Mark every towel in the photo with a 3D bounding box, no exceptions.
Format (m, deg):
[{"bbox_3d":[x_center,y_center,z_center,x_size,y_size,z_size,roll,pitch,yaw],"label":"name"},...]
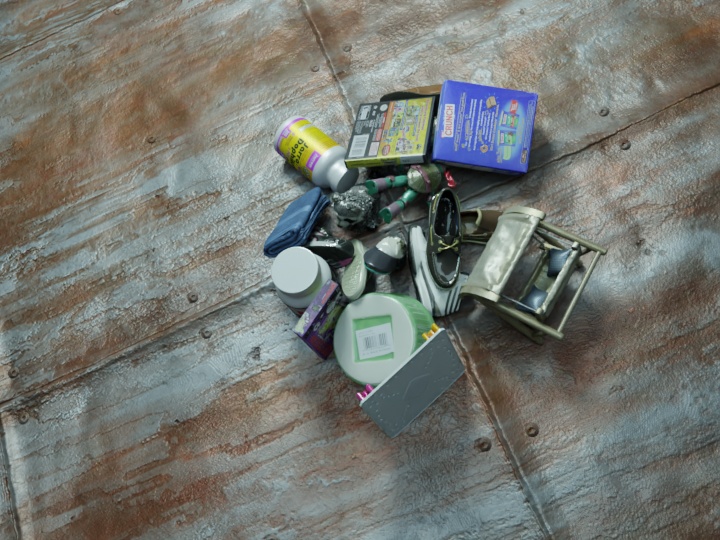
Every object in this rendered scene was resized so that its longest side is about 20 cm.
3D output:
[{"bbox_3d":[-0.135,-0.099,1.400,0.111,0.049,0.201,-26,24,27],"label":"towel"}]

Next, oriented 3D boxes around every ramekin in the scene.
[{"bbox_3d":[0.043,0.137,1.283,0.198,0.098,0.202,-5,78,25],"label":"ramekin"}]

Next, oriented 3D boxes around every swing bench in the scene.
[{"bbox_3d":[0.324,0.005,1.262,0.199,0.130,0.200,30,79,2],"label":"swing bench"}]

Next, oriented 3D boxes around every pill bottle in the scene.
[{"bbox_3d":[-0.097,-0.257,1.484,0.200,0.104,0.104,40,81,22],"label":"pill bottle"},{"bbox_3d":[-0.106,0.033,1.325,0.115,0.200,0.117,-4,70,10],"label":"pill bottle"}]

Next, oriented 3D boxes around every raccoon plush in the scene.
[{"bbox_3d":[-0.007,-0.177,1.419,0.096,0.134,0.202,5,71,14],"label":"raccoon plush"}]

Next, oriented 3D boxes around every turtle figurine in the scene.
[{"bbox_3d":[0.117,-0.182,1.393,0.199,0.101,0.150,-25,68,-26],"label":"turtle figurine"}]

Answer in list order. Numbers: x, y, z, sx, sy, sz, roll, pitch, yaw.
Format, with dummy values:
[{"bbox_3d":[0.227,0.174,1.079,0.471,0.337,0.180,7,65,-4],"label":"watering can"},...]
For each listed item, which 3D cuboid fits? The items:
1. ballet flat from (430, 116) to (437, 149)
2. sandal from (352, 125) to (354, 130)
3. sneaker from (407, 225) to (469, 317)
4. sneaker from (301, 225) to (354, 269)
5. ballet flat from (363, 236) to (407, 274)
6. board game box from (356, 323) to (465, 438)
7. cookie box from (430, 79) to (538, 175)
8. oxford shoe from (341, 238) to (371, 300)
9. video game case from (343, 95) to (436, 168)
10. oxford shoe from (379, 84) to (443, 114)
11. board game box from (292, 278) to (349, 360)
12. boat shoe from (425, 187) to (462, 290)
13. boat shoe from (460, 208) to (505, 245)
[{"bbox_3d":[0.193,-0.322,1.471,0.198,0.074,0.075,-15,67,6],"label":"ballet flat"},{"bbox_3d":[0.055,-0.293,1.490,0.082,0.055,0.200,-41,53,-17],"label":"sandal"},{"bbox_3d":[0.164,-0.004,1.364,0.114,0.076,0.202,-10,76,-2],"label":"sneaker"},{"bbox_3d":[-0.086,-0.060,1.391,0.199,0.080,0.087,3,56,44],"label":"sneaker"},{"bbox_3d":[0.056,-0.036,1.319,0.072,0.200,0.074,1,94,16],"label":"ballet flat"},{"bbox_3d":[0.098,0.209,1.223,0.200,0.200,0.026,-41,55,-6],"label":"board game box"},{"bbox_3d":[0.261,-0.302,1.397,0.198,0.075,0.173,9,90,-1],"label":"cookie box"},{"bbox_3d":[0.000,0.000,1.344,0.058,0.200,0.075,37,111,-19],"label":"oxford shoe"},{"bbox_3d":[0.068,-0.304,1.440,0.179,0.026,0.201,-2,50,18],"label":"video game case"},{"bbox_3d":[0.143,-0.395,1.521,0.198,0.072,0.072,1,40,14],"label":"oxford shoe"},{"bbox_3d":[-0.066,0.101,1.292,0.032,0.200,0.120,35,80,20],"label":"board game box"},{"bbox_3d":[0.167,-0.064,1.309,0.071,0.061,0.203,0,76,-3],"label":"boat shoe"},{"bbox_3d":[0.253,-0.094,1.369,0.200,0.075,0.075,-7,68,9],"label":"boat shoe"}]
